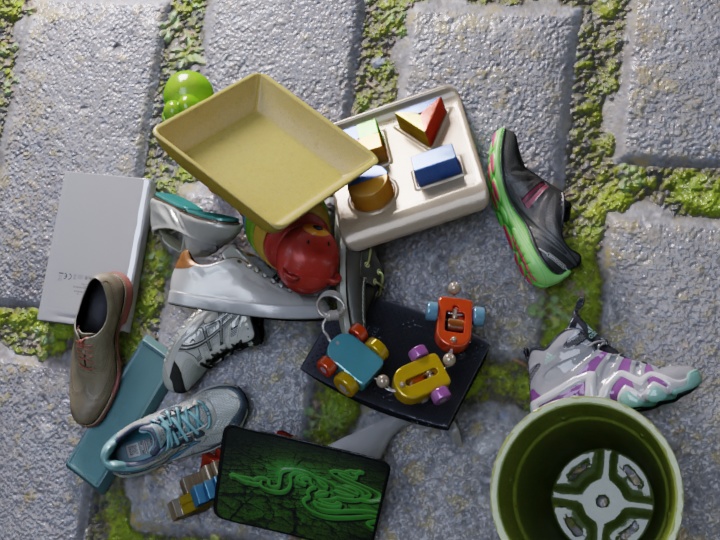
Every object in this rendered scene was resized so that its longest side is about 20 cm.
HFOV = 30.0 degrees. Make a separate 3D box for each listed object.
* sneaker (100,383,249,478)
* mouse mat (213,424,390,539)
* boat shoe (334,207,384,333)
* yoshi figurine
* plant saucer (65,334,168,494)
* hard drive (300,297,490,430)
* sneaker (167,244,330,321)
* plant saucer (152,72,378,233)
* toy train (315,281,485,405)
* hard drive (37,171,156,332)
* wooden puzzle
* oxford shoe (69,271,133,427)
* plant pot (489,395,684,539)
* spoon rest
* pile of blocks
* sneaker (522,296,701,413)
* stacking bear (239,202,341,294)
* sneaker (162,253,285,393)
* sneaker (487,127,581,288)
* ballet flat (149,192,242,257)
[{"bbox_3d":[-0.229,0.203,1.656,0.198,0.086,0.078,-28,81,4],"label":"sneaker"},{"bbox_3d":[-0.072,0.256,1.568,0.197,0.162,0.008,12,37,1],"label":"mouse mat"},{"bbox_3d":[0.000,-0.002,1.622,0.059,0.072,0.204,0,55,-4],"label":"boat shoe"},{"bbox_3d":[-0.188,-0.179,1.670,0.112,0.200,0.113,37,82,27],"label":"yoshi figurine"},{"bbox_3d":[-0.305,0.184,1.726,0.069,0.019,0.201,31,88,19],"label":"plant saucer"},{"bbox_3d":[0.043,0.110,1.602,0.198,0.043,0.136,19,61,23],"label":"hard drive"},{"bbox_3d":[-0.130,0.015,1.619,0.197,0.073,0.086,9,85,-1],"label":"sneaker"},{"bbox_3d":[-0.112,-0.129,1.566,0.199,0.199,0.049,37,134,17],"label":"plant saucer"},{"bbox_3d":[0.044,0.087,1.547,0.197,0.056,0.152,3,61,-5],"label":"toy train"},{"bbox_3d":[-0.348,-0.026,1.776,0.130,0.027,0.203,6,81,17],"label":"hard drive"},{"bbox_3d":[0.048,-0.135,1.631,0.183,0.046,0.202,-18,50,6],"label":"wooden puzzle"},{"bbox_3d":[-0.344,0.099,1.701,0.070,0.075,0.203,8,91,17],"label":"oxford shoe"},{"bbox_3d":[0.253,0.248,1.459,0.197,0.190,0.203,-3,78,15],"label":"plant pot"},{"bbox_3d":[0.019,0.215,1.596,0.198,0.100,0.061,-21,51,-4],"label":"spoon rest"},{"bbox_3d":[-0.157,0.239,1.637,0.198,0.082,0.063,-26,73,10],"label":"pile of blocks"},{"bbox_3d":[0.281,0.096,1.541,0.197,0.078,0.142,-14,76,13],"label":"sneaker"},{"bbox_3d":[-0.081,-0.049,1.613,0.115,0.120,0.201,-64,31,26],"label":"stacking bear"},{"bbox_3d":[-0.168,0.079,1.677,0.087,0.076,0.201,35,92,16],"label":"sneaker"},{"bbox_3d":[0.206,-0.078,1.610,0.083,0.077,0.202,-18,77,-6],"label":"sneaker"},{"bbox_3d":[-0.209,-0.050,1.691,0.199,0.069,0.070,20,84,53],"label":"ballet flat"}]
